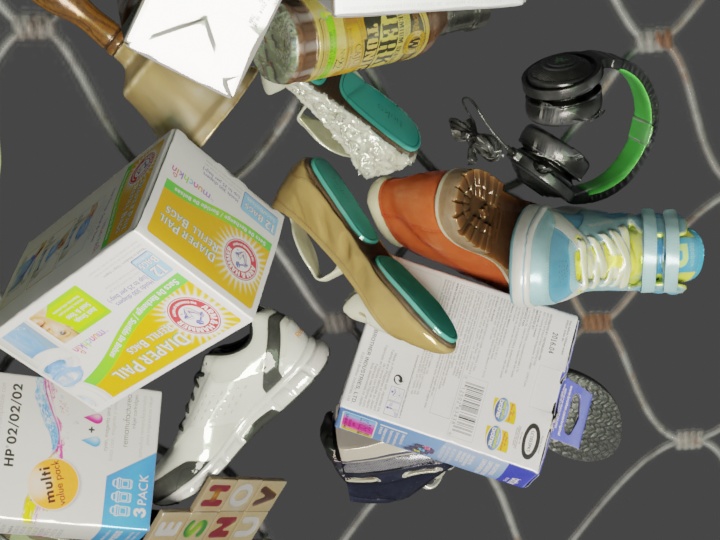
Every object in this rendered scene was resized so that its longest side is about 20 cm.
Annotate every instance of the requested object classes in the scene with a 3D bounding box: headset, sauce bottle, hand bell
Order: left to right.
[{"bbox_3d":[-0.183,-0.170,0.906,0.199,0.104,0.104,39,100,-12],"label":"hand bell"},{"bbox_3d":[0.013,-0.183,0.914,0.199,0.064,0.065,-20,120,-34],"label":"sauce bottle"},{"bbox_3d":[0.162,-0.110,1.001,0.198,0.094,0.125,-2,114,-26],"label":"headset"}]

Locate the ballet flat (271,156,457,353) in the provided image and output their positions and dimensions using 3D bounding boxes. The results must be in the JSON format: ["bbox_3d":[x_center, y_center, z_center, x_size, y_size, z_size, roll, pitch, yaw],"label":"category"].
[{"bbox_3d":[0.000,0.000,0.978,0.063,0.201,0.068,-43,157,18],"label":"ballet flat"}]

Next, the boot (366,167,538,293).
[{"bbox_3d":[0.089,-0.030,1.036,0.200,0.106,0.076,35,65,-47],"label":"boot"}]

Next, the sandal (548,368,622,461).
[{"bbox_3d":[0.150,0.105,1.128,0.198,0.045,0.076,28,101,-8],"label":"sandal"}]

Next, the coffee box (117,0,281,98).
[{"bbox_3d":[-0.105,-0.206,0.829,0.079,0.200,0.115,24,106,-21],"label":"coffee box"}]

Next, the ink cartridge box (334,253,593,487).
[{"bbox_3d":[0.092,0.088,1.014,0.198,0.076,0.138,18,72,4],"label":"ink cartridge box"}]

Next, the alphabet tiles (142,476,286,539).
[{"bbox_3d":[-0.143,0.260,1.074,0.166,0.008,0.201,14,111,-53],"label":"alphabet tiles"}]

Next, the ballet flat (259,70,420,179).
[{"bbox_3d":[-0.036,-0.139,0.957,0.072,0.072,0.200,-43,115,7],"label":"ballet flat"}]

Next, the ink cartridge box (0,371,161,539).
[{"bbox_3d":[-0.265,0.147,0.989,0.198,0.068,0.116,8,68,-18],"label":"ink cartridge box"}]

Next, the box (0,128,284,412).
[{"bbox_3d":[-0.165,0.005,0.913,0.112,0.102,0.199,37,134,-25],"label":"box"}]

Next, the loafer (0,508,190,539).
[{"bbox_3d":[-0.220,0.215,1.065,0.198,0.075,0.070,17,105,-31],"label":"loafer"}]

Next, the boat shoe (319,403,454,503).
[{"bbox_3d":[0.068,0.150,1.097,0.197,0.075,0.093,-7,136,3],"label":"boat shoe"}]

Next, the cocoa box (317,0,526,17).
[{"bbox_3d":[0.021,-0.258,0.839,0.132,0.200,0.133,-6,114,-12],"label":"cocoa box"}]

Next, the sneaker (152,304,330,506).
[{"bbox_3d":[-0.119,0.112,1.051,0.080,0.074,0.200,43,93,-12],"label":"sneaker"}]

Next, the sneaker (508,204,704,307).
[{"bbox_3d":[0.197,-0.013,0.981,0.129,0.200,0.081,5,104,25],"label":"sneaker"}]
